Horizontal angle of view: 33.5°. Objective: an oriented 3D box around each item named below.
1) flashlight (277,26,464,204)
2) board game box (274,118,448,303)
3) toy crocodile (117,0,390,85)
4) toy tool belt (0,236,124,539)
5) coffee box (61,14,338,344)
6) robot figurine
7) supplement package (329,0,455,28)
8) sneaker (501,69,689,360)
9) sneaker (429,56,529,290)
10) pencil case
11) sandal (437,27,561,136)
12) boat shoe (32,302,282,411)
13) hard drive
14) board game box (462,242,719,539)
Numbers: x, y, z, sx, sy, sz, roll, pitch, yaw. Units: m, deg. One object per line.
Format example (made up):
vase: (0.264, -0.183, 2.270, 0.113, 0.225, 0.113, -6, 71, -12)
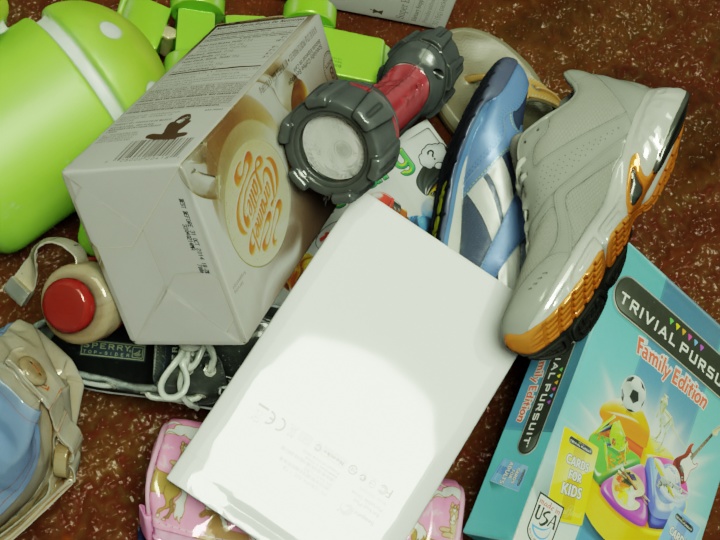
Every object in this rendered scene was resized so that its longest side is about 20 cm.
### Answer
flashlight: (0.017, -0.108, 0.752, 0.200, 0.067, 0.068, -50, 126, -56)
board game box: (0.000, 0.000, 0.803, 0.199, 0.035, 0.127, -33, 79, -17)
toy crocodile: (-0.076, -0.153, 0.835, 0.198, 0.062, 0.068, 5, 72, -12)
toy tool belt: (-0.213, 0.081, 0.659, 0.125, 0.123, 0.200, 42, 106, 6)
coffee box: (-0.078, -0.060, 0.713, 0.079, 0.115, 0.200, -2, 32, 24)
robot figurine: (-0.206, -0.091, 0.757, 0.200, 0.116, 0.176, -37, 109, -15)
supplement package: (-0.019, -0.266, 0.844, 0.198, 0.121, 0.121, 10, 71, -5)
sneaker: (0.119, -0.038, 0.711, 0.092, 0.076, 0.201, 22, 61, 21)
sneaker: (0.090, -0.038, 0.775, 0.082, 0.074, 0.201, 12, 79, -4)
pencil case: (-0.033, 0.148, 0.724, 0.199, 0.083, 0.087, 12, 83, -5)
sandal: (0.117, -0.094, 0.842, 0.080, 0.054, 0.201, -26, 76, -16)
boat shoe: (-0.105, 0.047, 0.728, 0.198, 0.068, 0.074, 7, 84, 9)
hard drive: (-0.001, 0.071, 0.690, 0.132, 0.025, 0.201, 33, 76, 1)
board game box: (0.163, 0.106, 0.749, 0.151, 0.047, 0.201, 36, 67, -29)
